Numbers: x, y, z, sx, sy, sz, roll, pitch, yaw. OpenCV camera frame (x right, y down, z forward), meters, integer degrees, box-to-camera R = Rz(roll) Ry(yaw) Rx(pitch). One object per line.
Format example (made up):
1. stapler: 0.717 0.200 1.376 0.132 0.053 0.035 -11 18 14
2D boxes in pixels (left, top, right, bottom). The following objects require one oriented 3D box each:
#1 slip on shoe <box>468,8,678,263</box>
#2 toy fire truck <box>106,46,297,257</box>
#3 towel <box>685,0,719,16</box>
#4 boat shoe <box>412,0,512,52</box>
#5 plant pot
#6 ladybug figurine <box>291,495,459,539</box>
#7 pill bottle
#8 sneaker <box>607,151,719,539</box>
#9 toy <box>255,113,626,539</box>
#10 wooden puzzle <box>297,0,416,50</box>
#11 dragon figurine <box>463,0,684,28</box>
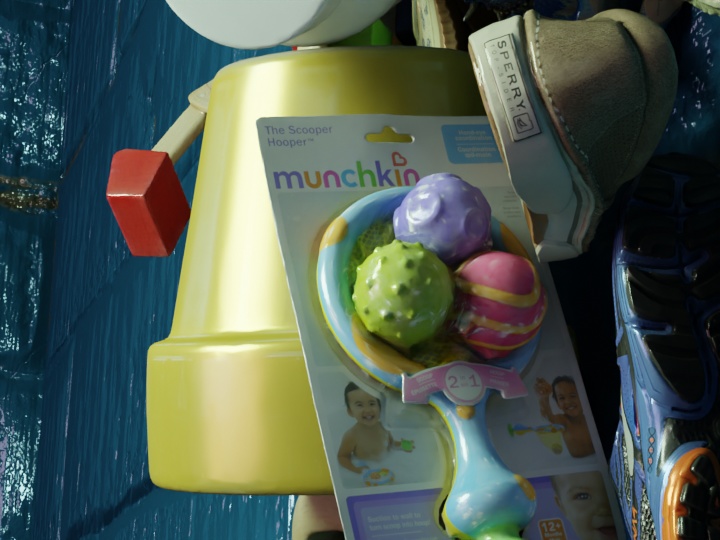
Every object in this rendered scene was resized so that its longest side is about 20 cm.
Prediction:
1. slip on shoe: 0.081 -0.052 0.587 0.200 0.060 0.076 44 -151 -76
2. toy fire truck: -0.060 -0.094 0.979 0.200 0.140 0.049 -73 -28 -45
3. towel: 0.120 -0.195 0.636 0.200 0.036 0.149 42 125 39
4. boat shoe: 0.057 -0.132 0.857 0.063 0.073 0.201 174 101 -69
5. plant pot: 0.000 0.000 0.743 0.201 0.200 0.190 173 95 -72
6. ladybug figurine: 0.025 0.157 0.820 0.136 0.072 0.200 68 158 -2
7. pill bottle: -0.016 -0.164 0.716 0.200 0.112 0.113 -48 -23 -60
8. sneaker: 0.120 0.050 0.600 0.078 0.075 0.201 129 145 -65
9. toy: 0.036 0.018 0.616 0.047 0.115 0.201 130 133 -57
10. wooden puzzle: 0.017 -0.133 0.922 0.200 0.046 0.186 41 -131 -64
11. dragon figurine: 0.098 -0.103 0.738 0.100 0.059 0.200 112 154 -42
